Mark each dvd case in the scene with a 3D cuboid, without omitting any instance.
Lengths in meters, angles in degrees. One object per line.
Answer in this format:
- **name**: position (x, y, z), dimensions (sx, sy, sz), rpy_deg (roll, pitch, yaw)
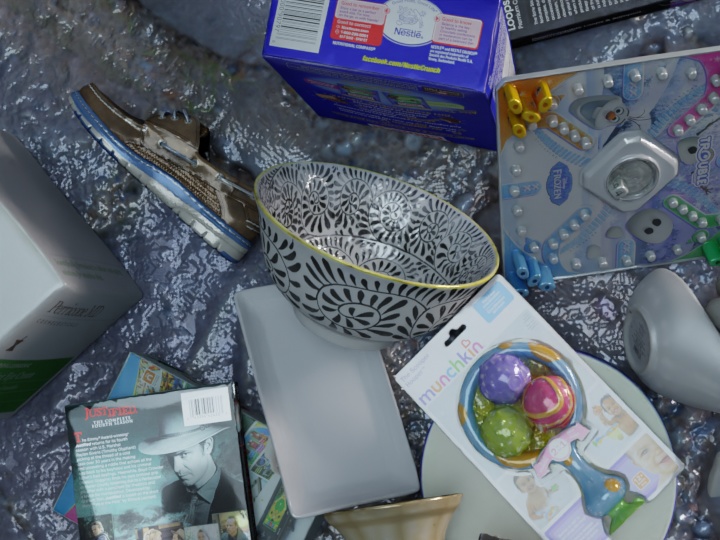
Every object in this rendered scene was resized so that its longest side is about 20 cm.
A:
- **dvd case**: position (-0.154, 0.197, 1.060), dimensions (0.144, 0.022, 0.202), rpy_deg (-9, 86, 8)

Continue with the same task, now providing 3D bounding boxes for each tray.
- **tray**: position (-0.030, 0.098, 1.071), dimensions (0.106, 0.022, 0.202), rpy_deg (-9, 62, -15)

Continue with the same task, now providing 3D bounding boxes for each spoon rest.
- **spoon rest**: position (0.247, 0.080, 0.986), dimensions (0.060, 0.201, 0.100), rpy_deg (-4, 128, -11)

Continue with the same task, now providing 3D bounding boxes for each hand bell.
- **hand bell**: position (0.039, 0.268, 0.960), dimensions (0.103, 0.104, 0.202), rpy_deg (-10, 81, 9)

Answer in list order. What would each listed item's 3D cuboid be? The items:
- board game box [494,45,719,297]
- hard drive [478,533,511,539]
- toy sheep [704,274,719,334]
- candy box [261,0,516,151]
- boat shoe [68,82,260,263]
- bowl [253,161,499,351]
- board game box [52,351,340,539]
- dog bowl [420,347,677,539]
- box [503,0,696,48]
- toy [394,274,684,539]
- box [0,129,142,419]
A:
- **board game box**: position (0.203, -0.068, 0.996), dimensions (0.198, 0.201, 0.026), rpy_deg (-8, 43, 0)
- **hard drive**: position (0.140, 0.275, 0.989), dimensions (0.138, 0.201, 0.038), rpy_deg (15, 50, 11)
- **toy sheep**: position (0.336, 0.023, 1.002), dimensions (0.138, 0.138, 0.201), rpy_deg (38, 91, 10)
- **candy box**: position (0.030, -0.159, 1.028), dimensions (0.167, 0.200, 0.078), rpy_deg (11, 85, 11)
- **boat shoe**: position (-0.156, -0.096, 1.126), dimensions (0.200, 0.072, 0.072), rpy_deg (42, 88, 0)
- **bowl**: position (0.000, 0.000, 1.047), dimensions (0.199, 0.201, 0.095), rpy_deg (24, 115, 10)
- **board game box**: position (-0.130, 0.178, 1.100), dimensions (0.199, 0.064, 0.149), rpy_deg (26, 89, 11)
- **dog bowl**: position (0.147, 0.160, 1.046), dimensions (0.198, 0.079, 0.202), rpy_deg (-1, 86, 10)
- **box**: position (0.172, -0.269, 1.096), dimensions (0.198, 0.036, 0.145), rpy_deg (-13, 83, 7)
- **toy**: position (0.130, 0.112, 0.988), dimensions (0.115, 0.047, 0.200), rpy_deg (-44, 81, 2)
- **box**: position (-0.320, -0.001, 1.076), dimensions (0.171, 0.199, 0.200), rpy_deg (-42, 82, 4)
